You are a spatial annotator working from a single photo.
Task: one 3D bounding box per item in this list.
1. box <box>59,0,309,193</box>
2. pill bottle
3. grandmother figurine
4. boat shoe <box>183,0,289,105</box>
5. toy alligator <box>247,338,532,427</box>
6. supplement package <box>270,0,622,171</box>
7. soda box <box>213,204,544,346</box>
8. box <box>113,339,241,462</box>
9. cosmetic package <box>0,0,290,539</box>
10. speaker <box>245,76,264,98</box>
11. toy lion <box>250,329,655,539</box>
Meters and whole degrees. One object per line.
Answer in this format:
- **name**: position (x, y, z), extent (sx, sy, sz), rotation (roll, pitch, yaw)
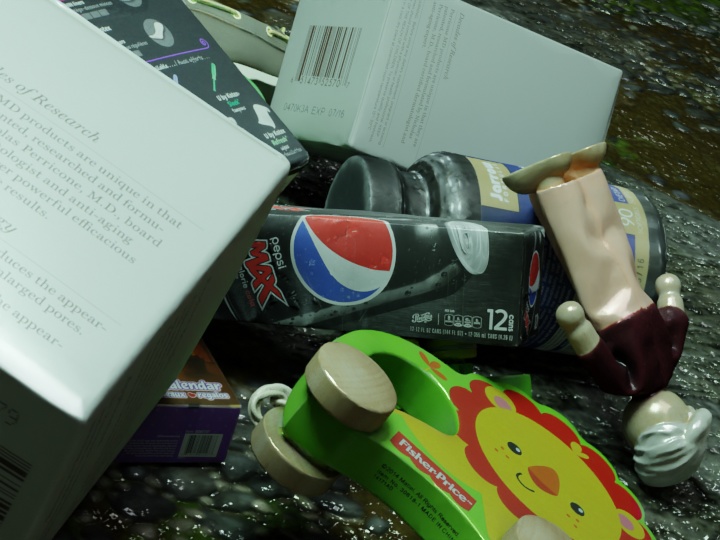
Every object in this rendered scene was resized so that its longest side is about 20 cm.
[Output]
- **box**: position (-0.145, -0.086, 0.988), extent (0.200, 0.122, 0.106), rotation (51, 32, 9)
- **pill bottle**: position (0.080, -0.012, 1.175), extent (0.198, 0.113, 0.112), rotation (10, 27, -21)
- **grandmother figurine**: position (0.152, 0.028, 1.102), extent (0.121, 0.060, 0.202), rotation (-17, 85, -38)
- **boat shoe**: position (-0.073, -0.147, 1.329), extent (0.072, 0.061, 0.201), rotation (-8, -12, 37)
- **toy alligator**: position (0.008, 0.071, 1.037), extent (0.199, 0.060, 0.054), rotation (-2, -7, -38)
- **supplement package**: position (0.057, -0.112, 1.267), extent (0.199, 0.118, 0.117), rotation (17, -3, -33)
- **soda box**: position (0.000, 0.000, 1.055), extent (0.198, 0.064, 0.071), rotation (4, 6, 14)
- **box**: position (-0.176, 0.043, 0.969), extent (0.199, 0.039, 0.137), rotation (4, 30, -31)
- **cosmetic package**: position (-0.163, 0.011, 0.823), extent (0.164, 0.165, 0.200), rotation (34, 39, 1)
- **speaker**: position (-0.116, -0.063, 1.164), extent (0.088, 0.089, 0.200), rotation (22, 26, 4)
- **toy lion**: position (0.062, 0.103, 0.965), extent (0.200, 0.069, 0.192), rotation (41, 24, 5)
